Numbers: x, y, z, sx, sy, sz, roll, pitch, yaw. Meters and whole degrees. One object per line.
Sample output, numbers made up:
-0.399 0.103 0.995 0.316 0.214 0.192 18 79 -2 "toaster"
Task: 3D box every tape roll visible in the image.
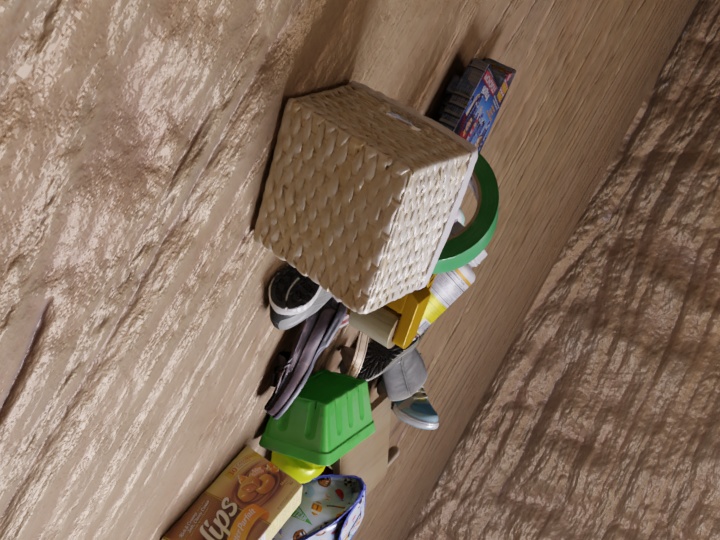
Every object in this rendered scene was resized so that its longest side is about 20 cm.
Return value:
0.104 -0.098 1.249 0.202 0.198 0.048 -55 160 -16 "tape roll"

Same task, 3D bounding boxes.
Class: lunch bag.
-0.078 0.458 1.566 0.196 0.125 0.171 -22 151 -15 "lunch bag"

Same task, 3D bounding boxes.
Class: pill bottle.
0.118 0.015 1.439 0.200 0.110 0.109 -44 161 4 "pill bottle"

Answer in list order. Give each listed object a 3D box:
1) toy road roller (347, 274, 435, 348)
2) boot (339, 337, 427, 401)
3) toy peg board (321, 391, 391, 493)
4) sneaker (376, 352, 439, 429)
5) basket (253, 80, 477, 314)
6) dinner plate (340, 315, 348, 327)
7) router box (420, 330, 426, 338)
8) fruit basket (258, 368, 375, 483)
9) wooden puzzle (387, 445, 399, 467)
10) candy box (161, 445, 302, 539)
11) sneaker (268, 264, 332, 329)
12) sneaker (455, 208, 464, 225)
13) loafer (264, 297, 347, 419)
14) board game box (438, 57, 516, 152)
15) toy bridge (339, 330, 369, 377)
0.067 0.006 1.344 0.145 0.121 0.204 -28 142 -58 "toy road roller"
0.049 0.196 1.645 0.179 0.073 0.201 -25 154 -10 "boot"
-0.029 0.368 1.751 0.199 0.096 0.204 -33 131 -52 "toy peg board"
0.109 0.237 1.788 0.078 0.199 0.133 7 107 -36 "sneaker"
-0.001 -0.087 1.008 0.160 0.196 0.203 -25 141 -52 "basket"
0.000 0.000 1.386 0.201 0.024 0.202 -50 157 -30 "dinner plate"
0.104 0.091 1.733 0.201 0.052 0.159 -50 158 -30 "router box"
-0.078 0.285 1.421 0.215 0.152 0.221 -40 135 -55 "fruit basket"
-0.014 0.482 1.916 0.185 0.046 0.200 -45 178 36 "wooden puzzle"
-0.189 0.373 1.274 0.200 0.114 0.056 -46 156 -38 "candy box"
-0.060 0.009 1.190 0.199 0.074 0.080 -38 161 -37 "sneaker"
0.117 -0.081 1.512 0.141 0.077 0.201 -52 150 -19 "sneaker"
-0.095 0.124 1.283 0.202 0.062 0.072 -58 -169 2 "loafer"
0.183 -0.274 1.421 0.203 0.061 0.200 -62 161 0 "board game box"
-0.017 0.157 1.497 0.067 0.027 0.204 -122 -128 -64 "toy bridge"
